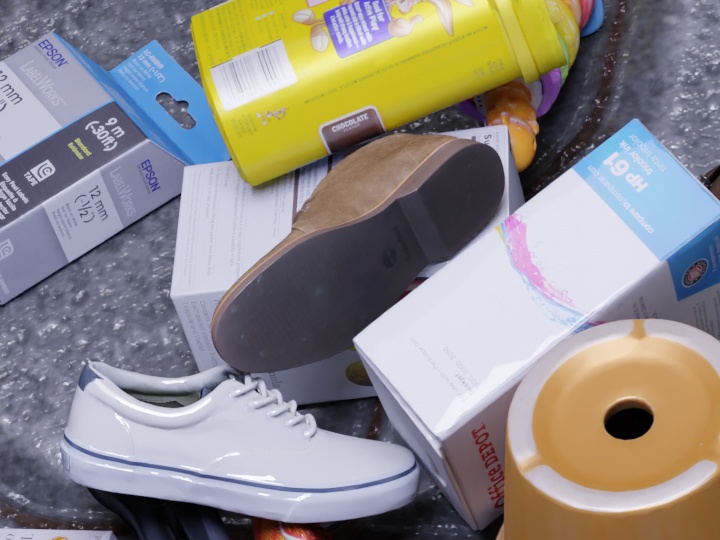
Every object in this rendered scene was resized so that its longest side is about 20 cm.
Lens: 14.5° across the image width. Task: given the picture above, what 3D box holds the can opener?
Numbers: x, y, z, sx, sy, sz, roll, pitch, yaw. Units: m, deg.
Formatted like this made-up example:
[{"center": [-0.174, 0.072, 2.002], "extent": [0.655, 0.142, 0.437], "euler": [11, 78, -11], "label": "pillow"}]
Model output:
[{"center": [-0.103, 0.143, 1.589], "extent": [0.063, 0.079, 0.200], "euler": [-44, 40, 4], "label": "can opener"}]

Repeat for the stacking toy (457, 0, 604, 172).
[{"center": [0.093, -0.131, 1.761], "extent": [0.109, 0.116, 0.200], "euler": [-6, 44, 10], "label": "stacking toy"}]

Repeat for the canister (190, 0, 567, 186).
[{"center": [0.007, -0.137, 1.666], "extent": [0.200, 0.087, 0.149], "euler": [-22, 29, 3], "label": "canister"}]

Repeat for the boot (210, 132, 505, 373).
[{"center": [-0.014, -0.012, 1.581], "extent": [0.200, 0.074, 0.075], "euler": [-36, 36, -25], "label": "boot"}]

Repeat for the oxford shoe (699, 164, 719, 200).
[{"center": [0.200, -0.021, 1.657], "extent": [0.200, 0.084, 0.073], "euler": [-34, 50, -11], "label": "oxford shoe"}]

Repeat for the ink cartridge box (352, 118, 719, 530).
[{"center": [0.105, 0.033, 1.538], "extent": [0.200, 0.145, 0.085], "euler": [-39, 63, -8], "label": "ink cartridge box"}]

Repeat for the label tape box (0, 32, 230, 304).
[{"center": [-0.192, -0.085, 1.851], "extent": [0.200, 0.066, 0.143], "euler": [-34, 48, -12], "label": "label tape box"}]

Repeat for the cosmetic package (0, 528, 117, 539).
[{"center": [-0.193, 0.236, 1.568], "extent": [0.082, 0.051, 0.200], "euler": [0, 49, 17], "label": "cosmetic package"}]

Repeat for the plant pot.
[{"center": [0.154, 0.129, 1.464], "extent": [0.200, 0.183, 0.200], "euler": [-9, 47, 9], "label": "plant pot"}]

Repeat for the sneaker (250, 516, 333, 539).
[{"center": [-0.037, 0.192, 1.549], "extent": [0.077, 0.073, 0.200], "euler": [-34, 39, 12], "label": "sneaker"}]

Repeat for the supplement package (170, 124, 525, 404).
[{"center": [0.000, 0.000, 1.678], "extent": [0.200, 0.114, 0.110], "euler": [-7, 46, 10], "label": "supplement package"}]

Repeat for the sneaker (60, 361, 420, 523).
[{"center": [-0.063, 0.091, 1.546], "extent": [0.199, 0.071, 0.073], "euler": [6, 19, -9], "label": "sneaker"}]
